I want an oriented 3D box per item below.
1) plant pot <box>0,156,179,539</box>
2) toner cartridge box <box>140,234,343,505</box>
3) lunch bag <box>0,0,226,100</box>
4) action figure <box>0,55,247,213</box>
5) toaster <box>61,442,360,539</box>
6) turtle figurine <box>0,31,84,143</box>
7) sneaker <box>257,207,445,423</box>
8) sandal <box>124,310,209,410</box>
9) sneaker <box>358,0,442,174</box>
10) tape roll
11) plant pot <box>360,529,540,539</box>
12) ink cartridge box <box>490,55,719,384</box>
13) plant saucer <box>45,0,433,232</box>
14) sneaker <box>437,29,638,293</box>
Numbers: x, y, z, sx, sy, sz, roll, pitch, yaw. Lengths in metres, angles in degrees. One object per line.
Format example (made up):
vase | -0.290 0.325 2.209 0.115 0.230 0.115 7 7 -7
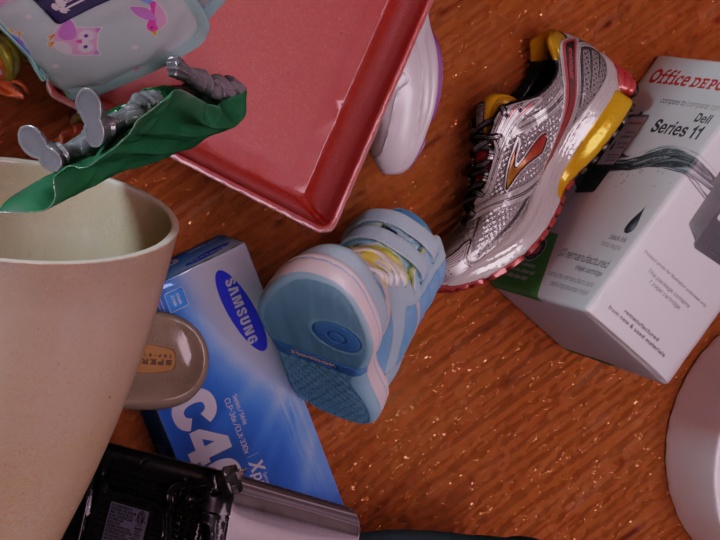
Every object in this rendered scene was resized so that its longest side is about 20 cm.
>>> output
plant pot | -0.204 0.058 1.520 0.187 0.187 0.201 0 110 -23
toner cartridge box | -0.087 0.088 1.747 0.095 0.043 0.200 -26 107 -19
lunch bag | -0.137 -0.208 1.516 0.200 0.122 0.170 -50 141 -7
action figure | -0.116 -0.084 1.534 0.118 0.200 0.055 -27 88 23
toaster | -0.103 0.201 1.623 0.118 0.200 0.181 15 85 -36
turtle figurine | -0.172 -0.151 1.662 0.161 0.064 0.200 -37 109 -21
sneaker | 0.000 0.000 1.679 0.079 0.200 0.131 22 69 10
sandal | -0.172 0.054 1.636 0.200 0.054 0.081 0 90 -31
sneaker | -0.001 -0.160 1.738 0.099 0.075 0.201 -4 91 -16
tape roll | 0.315 0.126 1.913 0.202 0.071 0.203 -3 99 -23
plant pot | 0.012 0.249 1.725 0.188 0.200 0.201 15 92 -26
ink cartridge box | 0.198 -0.038 1.795 0.083 0.147 0.200 41 80 -22
plant saucer | -0.068 -0.152 1.650 0.200 0.037 0.200 26 81 -20
sneaker | 0.094 -0.070 1.791 0.082 0.078 0.200 40 73 -18
